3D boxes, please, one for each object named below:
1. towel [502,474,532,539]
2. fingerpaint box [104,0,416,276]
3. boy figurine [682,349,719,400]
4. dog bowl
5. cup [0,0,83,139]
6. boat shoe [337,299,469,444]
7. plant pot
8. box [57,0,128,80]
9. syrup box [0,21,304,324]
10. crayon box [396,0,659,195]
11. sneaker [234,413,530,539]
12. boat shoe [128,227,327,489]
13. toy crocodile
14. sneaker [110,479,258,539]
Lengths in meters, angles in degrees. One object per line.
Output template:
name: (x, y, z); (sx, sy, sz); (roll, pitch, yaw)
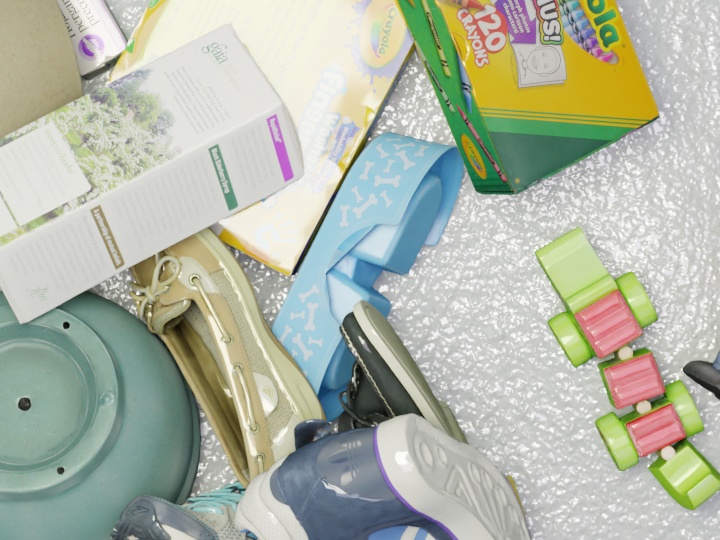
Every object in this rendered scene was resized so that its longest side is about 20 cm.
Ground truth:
towel: (0.044, 0.238, 1.380); (0.200, 0.023, 0.144); (-31, 110, -15)
fingerpaint box: (-0.070, -0.121, 1.386); (0.167, 0.073, 0.200); (27, 91, 0)
boy figurine: (0.292, 0.002, 1.388); (0.124, 0.064, 0.200); (31, 89, -28)
dog bowl: (0.000, 0.000, 1.374); (0.050, 0.111, 0.200); (27, 91, 16)
cup: (-0.260, -0.122, 1.342); (0.143, 0.200, 0.201); (-19, 91, -19)
boat shoe: (0.019, 0.095, 1.349); (0.066, 0.199, 0.075); (-28, 53, 5)
plant pot: (-0.204, 0.094, 1.332); (0.200, 0.134, 0.201); (0, 73, -1)
box: (-0.216, -0.222, 1.400); (0.039, 0.041, 0.200); (-30, 92, 1)
syrup box: (-0.141, -0.060, 1.282); (0.200, 0.081, 0.079); (-28, 56, -10)
crayon box: (0.096, -0.162, 1.338); (0.119, 0.058, 0.200); (-28, 102, -20)
sneaker: (0.009, 0.163, 1.314); (0.146, 0.200, 0.081); (-24, 53, 19)
boat shoe: (-0.100, 0.042, 1.331); (0.063, 0.073, 0.201); (-31, 87, -36)
toy crocodile: (0.177, 0.066, 1.396); (0.067, 0.062, 0.200); (-25, 91, 0)
sneaker: (-0.088, 0.165, 1.348); (0.078, 0.200, 0.086); (11, 74, 30)
